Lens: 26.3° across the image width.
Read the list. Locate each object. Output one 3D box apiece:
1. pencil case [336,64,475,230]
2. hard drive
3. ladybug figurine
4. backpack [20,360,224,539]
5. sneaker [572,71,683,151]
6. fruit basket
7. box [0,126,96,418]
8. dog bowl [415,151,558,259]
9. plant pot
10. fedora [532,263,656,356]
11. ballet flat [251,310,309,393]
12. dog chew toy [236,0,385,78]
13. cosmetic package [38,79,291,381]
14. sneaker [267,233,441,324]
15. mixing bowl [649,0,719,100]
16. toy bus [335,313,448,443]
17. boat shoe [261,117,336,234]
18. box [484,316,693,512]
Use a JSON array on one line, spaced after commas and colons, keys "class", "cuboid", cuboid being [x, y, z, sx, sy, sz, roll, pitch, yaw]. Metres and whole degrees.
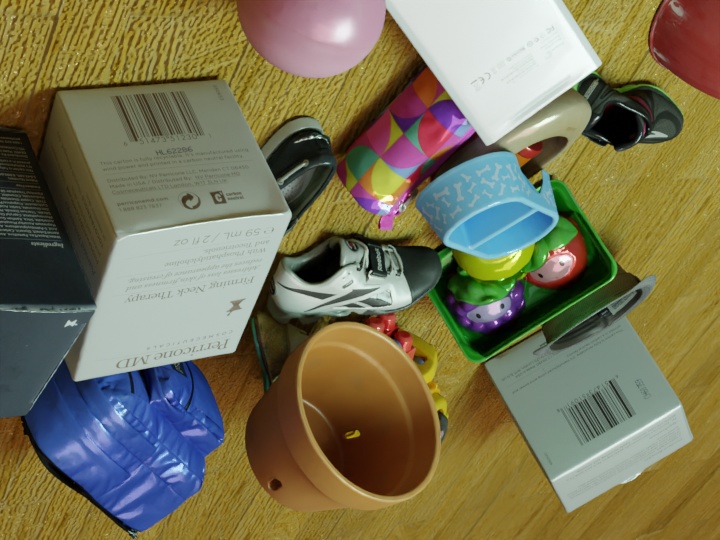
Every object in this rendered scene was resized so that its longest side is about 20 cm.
[{"class": "pencil case", "cuboid": [0.064, -0.136, 1.502, 0.088, 0.089, 0.200, 9, 132, -46]}, {"class": "hard drive", "cuboid": [0.113, -0.224, 1.383, 0.131, 0.027, 0.200, -35, 122, 9]}, {"class": "ladybug figurine", "cuboid": [0.143, -0.131, 1.566, 0.200, 0.072, 0.135, -37, 161, 30]}, {"class": "backpack", "cuboid": [-0.252, 0.139, 1.582, 0.168, 0.163, 0.200, -42, 135, 4]}, {"class": "sneaker", "cuboid": [0.279, -0.157, 1.645, 0.199, 0.084, 0.077, 5, 136, -43]}, {"class": "fruit basket", "cuboid": [0.168, -0.010, 1.729, 0.215, 0.156, 0.216, -30, 167, -8]}, {"class": "box", "cuboid": [-0.319, 0.000, 1.273, 0.104, 0.201, 0.148, 3, 137, -41]}, {"class": "dog bowl", "cuboid": [0.133, -0.060, 1.547, 0.111, 0.050, 0.200, -31, 160, 20]}, {"class": "plant pot", "cuboid": [-0.031, 0.175, 1.664, 0.199, 0.202, 0.140, 4, 152, -42]}, {"class": "fedora", "cuboid": [0.269, 0.027, 1.890, 0.176, 0.091, 0.200, -36, 166, 19]}, {"class": "ballet flat", "cuboid": [-0.084, 0.098, 1.735, 0.070, 0.071, 0.200, -23, 153, -10]}, {"class": "dog chew toy", "cuboid": [-0.020, -0.256, 1.232, 0.124, 0.125, 0.201, 0, 131, -39]}, {"class": "cosmetic package", "cuboid": [-0.186, -0.037, 1.361, 0.166, 0.167, 0.201, -9, 145, -29]}, {"class": "sneaker", "cuboid": [0.000, 0.000, 1.656, 0.198, 0.074, 0.089, -14, 144, -18]}, {"class": "mixing bowl", "cuboid": [0.413, -0.246, 1.604, 0.199, 0.109, 0.201, -20, 148, -13]}, {"class": "toy bus", "cuboid": [0.030, 0.132, 1.828, 0.200, 0.135, 0.193, -27, 135, -55]}, {"class": "boat shoe", "cuboid": [-0.093, -0.060, 1.507, 0.075, 0.061, 0.200, 0, 138, -39]}, {"class": "box", "cuboid": [0.301, 0.174, 2.036, 0.198, 0.201, 0.131, -30, 147, 2]}]
